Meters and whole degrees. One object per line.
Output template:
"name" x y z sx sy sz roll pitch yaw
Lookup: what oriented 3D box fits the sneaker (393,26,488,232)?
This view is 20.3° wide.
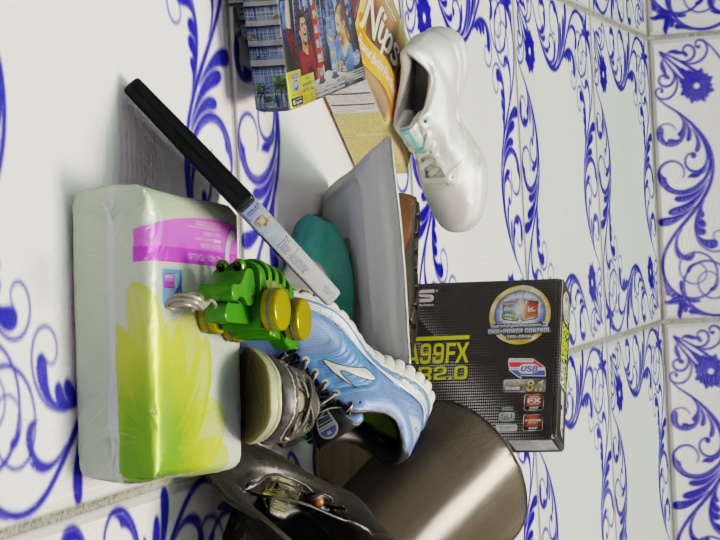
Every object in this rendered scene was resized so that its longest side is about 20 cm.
"sneaker" 0.065 -0.126 1.913 0.088 0.075 0.201 -30 115 -54

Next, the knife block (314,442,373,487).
"knife block" -0.002 0.258 1.804 0.176 0.064 0.200 -74 154 -45

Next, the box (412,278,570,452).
"box" 0.097 0.092 1.911 0.044 0.199 0.161 53 39 -62

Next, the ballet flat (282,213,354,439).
"ballet flat" -0.041 0.051 1.721 0.070 0.067 0.201 -5 90 -58

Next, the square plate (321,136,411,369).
"square plate" 0.000 0.000 1.761 0.200 0.028 0.199 146 -59 -73

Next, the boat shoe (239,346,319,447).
"boat shoe" -0.063 0.097 1.508 0.201 0.066 0.072 150 -58 -75

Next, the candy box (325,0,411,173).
"candy box" 0.005 -0.196 1.904 0.200 0.055 0.116 65 30 -50

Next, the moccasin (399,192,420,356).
"moccasin" 0.017 0.017 1.897 0.074 0.077 0.202 83 7 -66

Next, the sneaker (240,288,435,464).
"sneaker" -0.026 0.089 1.619 0.200 0.079 0.089 33 43 -19

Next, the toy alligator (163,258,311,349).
"toy alligator" -0.083 0.015 1.386 0.200 0.059 0.054 29 60 -67

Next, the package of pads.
"package of pads" -0.140 0.046 1.411 0.154 0.068 0.201 9 79 -70

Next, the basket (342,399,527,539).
"basket" 0.025 0.229 1.684 0.200 0.136 0.181 -39 157 -33

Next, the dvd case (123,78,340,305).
"dvd case" -0.093 -0.056 1.499 0.143 0.018 0.200 46 -1 27

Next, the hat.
"hat" -0.058 0.211 1.545 0.081 0.200 0.201 -59 165 10

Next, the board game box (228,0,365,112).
"board game box" -0.063 -0.244 1.697 0.200 0.061 0.201 -34 119 -69
